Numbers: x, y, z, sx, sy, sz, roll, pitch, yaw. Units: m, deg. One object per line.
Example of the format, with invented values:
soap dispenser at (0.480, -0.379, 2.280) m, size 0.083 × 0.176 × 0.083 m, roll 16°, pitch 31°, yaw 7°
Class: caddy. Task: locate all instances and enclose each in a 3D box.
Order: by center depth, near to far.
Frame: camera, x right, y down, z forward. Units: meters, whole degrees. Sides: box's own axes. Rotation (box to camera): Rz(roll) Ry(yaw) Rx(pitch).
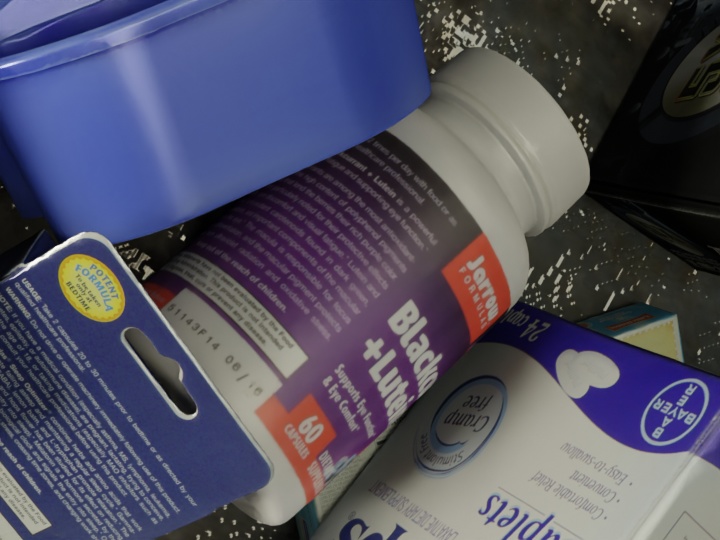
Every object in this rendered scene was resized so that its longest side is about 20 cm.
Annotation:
caddy at (-0.069, -0.092, 0.664) m, size 0.199 × 0.141 × 0.106 m, roll -25°, pitch 112°, yaw -19°

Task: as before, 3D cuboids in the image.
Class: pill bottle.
pill bottle at (0.000, 0.000, 0.720) m, size 0.200 × 0.111 × 0.112 m, roll -42°, pitch 111°, yaw -16°

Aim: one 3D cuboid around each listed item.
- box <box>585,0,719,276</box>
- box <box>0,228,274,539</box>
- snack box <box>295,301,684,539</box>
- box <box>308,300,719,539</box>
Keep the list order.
box at (0.213, -0.095, 0.774) m, size 0.086 × 0.164 × 0.201 m, roll 30°, pitch 86°, yaw -24°
box at (-0.138, 0.065, 0.656) m, size 0.199 × 0.032 × 0.122 m, roll -26°, pitch 112°, yaw 23°
snack box at (0.066, 0.099, 0.807) m, size 0.198 × 0.037 × 0.117 m, roll -16°, pitch 105°, yaw -21°
box at (0.071, 0.131, 0.692) m, size 0.105 × 0.184 × 0.201 m, roll 42°, pitch 81°, yaw -25°
